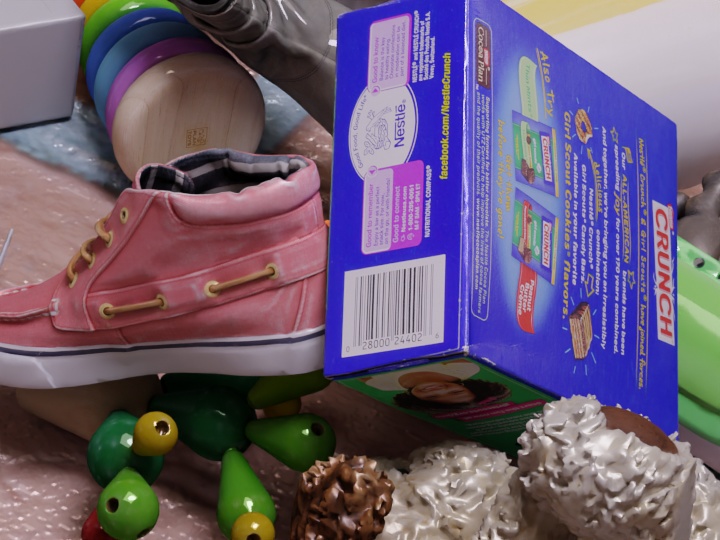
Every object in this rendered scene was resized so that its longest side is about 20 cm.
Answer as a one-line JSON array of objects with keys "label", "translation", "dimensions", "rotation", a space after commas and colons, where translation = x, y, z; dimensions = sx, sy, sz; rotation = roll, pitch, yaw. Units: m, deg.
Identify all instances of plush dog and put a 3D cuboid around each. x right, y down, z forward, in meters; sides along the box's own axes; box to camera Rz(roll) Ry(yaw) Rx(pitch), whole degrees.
[{"label": "plush dog", "translation": [0.055, 0.129, 1.018], "dimensions": [0.172, 0.161, 0.200], "rotation": [15, -7, 21]}]

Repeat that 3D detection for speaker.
[{"label": "speaker", "translation": [0.155, 0.034, 1.191], "dimensions": [0.200, 0.089, 0.088], "rotation": [34, 43, 24]}]

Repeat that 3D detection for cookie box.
[{"label": "cookie box", "translation": [0.069, -0.013, 1.073], "dimensions": [0.200, 0.075, 0.171], "rotation": [26, 60, -52]}]

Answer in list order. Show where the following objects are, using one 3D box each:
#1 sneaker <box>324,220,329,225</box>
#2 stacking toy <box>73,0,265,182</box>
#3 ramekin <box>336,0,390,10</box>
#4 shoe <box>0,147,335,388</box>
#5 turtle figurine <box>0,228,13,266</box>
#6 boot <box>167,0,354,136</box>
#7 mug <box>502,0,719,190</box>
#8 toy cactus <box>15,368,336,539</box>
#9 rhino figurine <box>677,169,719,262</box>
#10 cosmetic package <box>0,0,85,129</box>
[{"label": "sneaker", "translation": [0.000, 0.000, 1.191], "dimensions": [0.200, 0.079, 0.075], "rotation": [23, 39, 11]}, {"label": "stacking toy", "translation": [-0.126, -0.124, 1.318], "dimensions": [0.085, 0.085, 0.200], "rotation": [-7, 36, -24]}, {"label": "ramekin", "translation": [0.018, -0.195, 1.423], "dimensions": [0.202, 0.094, 0.202], "rotation": [8, 39, -7]}, {"label": "shoe", "translation": [-0.099, -0.003, 1.057], "dimensions": [0.200, 0.091, 0.071], "rotation": [-3, 21, 25]}, {"label": "turtle figurine", "translation": [-0.251, 0.003, 1.104], "dimensions": [0.150, 0.101, 0.200], "rotation": [24, 45, 12]}, {"label": "boot", "translation": [-0.040, -0.117, 1.211], "dimensions": [0.200, 0.068, 0.131], "rotation": [35, 7, 35]}, {"label": "mug", "translation": [0.095, -0.112, 1.294], "dimensions": [0.153, 0.149, 0.187], "rotation": [-18, 59, -33]}, {"label": "toy cactus", "translation": [-0.080, 0.071, 1.091], "dimensions": [0.165, 0.102, 0.200], "rotation": [11, 37, 28]}, {"label": "rhino figurine", "translation": [0.242, 0.015, 1.259], "dimensions": [0.200, 0.060, 0.088], "rotation": [20, 52, 5]}, {"label": "cosmetic package", "translation": [-0.260, -0.120, 1.266], "dimensions": [0.200, 0.071, 0.101], "rotation": [-14, 46, -31]}]
